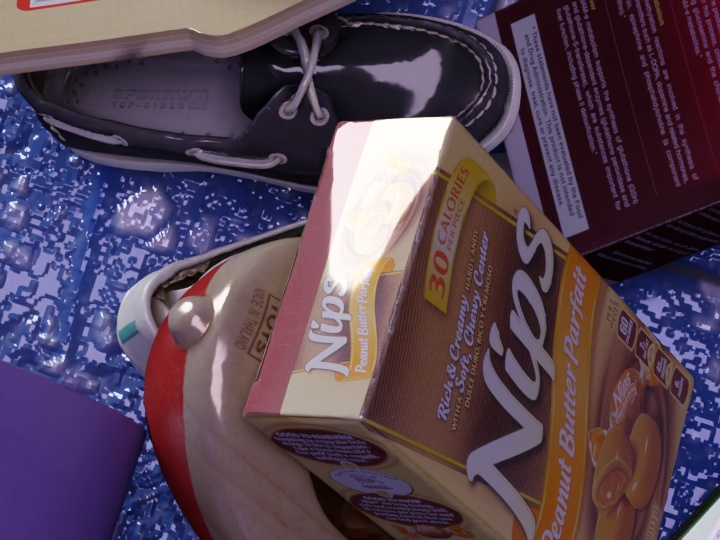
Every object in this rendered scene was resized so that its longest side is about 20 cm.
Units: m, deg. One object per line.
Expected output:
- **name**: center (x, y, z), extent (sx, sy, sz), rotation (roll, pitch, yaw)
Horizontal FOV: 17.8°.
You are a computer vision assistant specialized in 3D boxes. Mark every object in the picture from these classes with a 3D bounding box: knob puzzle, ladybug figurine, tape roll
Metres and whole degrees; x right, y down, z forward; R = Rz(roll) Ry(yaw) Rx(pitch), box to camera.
- **knob puzzle**: center (-0.053, -0.131, 0.898), extent (0.218, 0.031, 0.220), rotation (-6, 37, 5)
- **ladybug figurine**: center (-0.017, 0.065, 0.854), extent (0.071, 0.200, 0.137), rotation (-2, 54, 35)
- **tape roll**: center (-0.183, 0.065, 0.822), extent (0.198, 0.200, 0.086), rotation (17, 80, 0)

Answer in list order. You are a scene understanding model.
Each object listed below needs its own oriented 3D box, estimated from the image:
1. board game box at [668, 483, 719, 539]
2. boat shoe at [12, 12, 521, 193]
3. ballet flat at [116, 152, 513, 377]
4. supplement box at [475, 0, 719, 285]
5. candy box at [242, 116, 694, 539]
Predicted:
- **board game box**: center (0.171, 0.153, 0.910), extent (0.135, 0.029, 0.200), rotation (44, 81, 5)
- **boat shoe**: center (-0.039, -0.073, 0.896), extent (0.198, 0.060, 0.075), rotation (5, 80, 17)
- **ballet flat**: center (0.000, 0.000, 0.911), extent (0.198, 0.069, 0.070), rotation (-17, 81, -6)
- **supplement box**: center (0.150, -0.078, 0.867), extent (0.199, 0.061, 0.110), rotation (-22, 71, 29)
- **candy box**: center (0.047, 0.045, 0.835), extent (0.055, 0.200, 0.116), rotation (0, 61, 35)
